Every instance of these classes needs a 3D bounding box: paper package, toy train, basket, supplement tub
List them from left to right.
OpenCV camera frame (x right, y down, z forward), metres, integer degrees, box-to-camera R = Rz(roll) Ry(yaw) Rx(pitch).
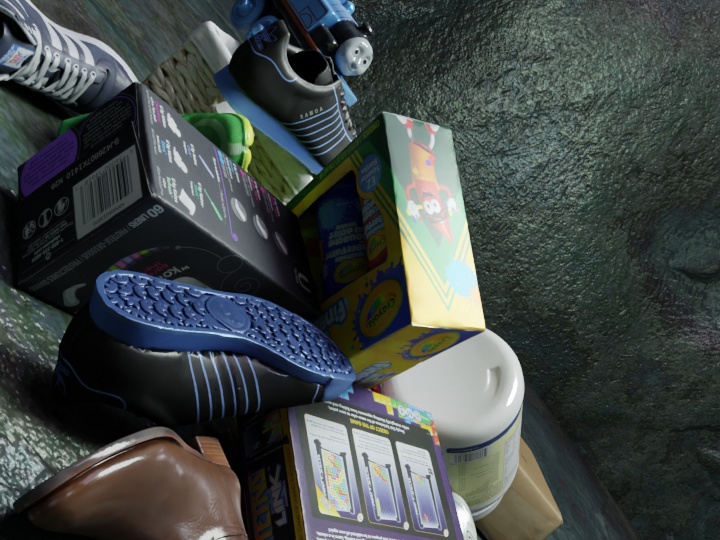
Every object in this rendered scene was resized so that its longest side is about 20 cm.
[{"bbox_3d":[-0.127,-0.111,0.858,0.200,0.160,0.200,56,10,10],"label":"basket"},{"bbox_3d":[-0.058,-0.247,0.850,0.087,0.114,0.201,36,20,-53],"label":"toy train"},{"bbox_3d":[0.100,0.169,0.887,0.202,0.143,0.146,82,-14,-47],"label":"supplement tub"},{"bbox_3d":[0.172,0.264,1.164,0.201,0.103,0.191,50,10,-18],"label":"paper package"}]

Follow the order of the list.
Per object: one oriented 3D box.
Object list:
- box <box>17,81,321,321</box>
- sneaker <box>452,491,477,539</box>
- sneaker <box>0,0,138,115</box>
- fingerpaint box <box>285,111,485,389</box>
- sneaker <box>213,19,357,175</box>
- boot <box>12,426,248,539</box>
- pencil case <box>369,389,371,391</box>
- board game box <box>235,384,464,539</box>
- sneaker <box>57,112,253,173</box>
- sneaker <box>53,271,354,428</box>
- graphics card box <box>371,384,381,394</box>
[{"bbox_3d":[-0.135,-0.018,0.608,0.200,0.121,0.107,39,27,-51],"label":"box"},{"bbox_3d":[0.102,0.323,0.814,0.072,0.071,0.203,126,-56,-72],"label":"sneaker"},{"bbox_3d":[-0.263,-0.172,0.690,0.199,0.070,0.109,37,14,-37],"label":"sneaker"},{"bbox_3d":[0.000,0.000,0.669,0.072,0.199,0.170,7,65,-32],"label":"fingerpaint box"},{"bbox_3d":[-0.036,-0.141,0.727,0.199,0.078,0.071,28,30,-52],"label":"sneaker"},{"bbox_3d":[-0.079,0.187,0.434,0.202,0.064,0.186,62,14,17],"label":"boot"},{"bbox_3d":[-0.058,0.084,0.776,0.201,0.082,0.086,55,-29,3],"label":"pencil case"},{"bbox_3d":[-0.002,0.173,0.631,0.199,0.056,0.167,28,41,-44],"label":"board game box"},{"bbox_3d":[-0.172,-0.097,0.680,0.083,0.197,0.076,-1,96,-58],"label":"sneaker"},{"bbox_3d":[-0.094,0.062,0.525,0.198,0.078,0.070,20,25,-39],"label":"sneaker"},{"bbox_3d":[-0.031,0.095,0.939,0.126,0.051,0.200,50,10,-19],"label":"graphics card box"}]
